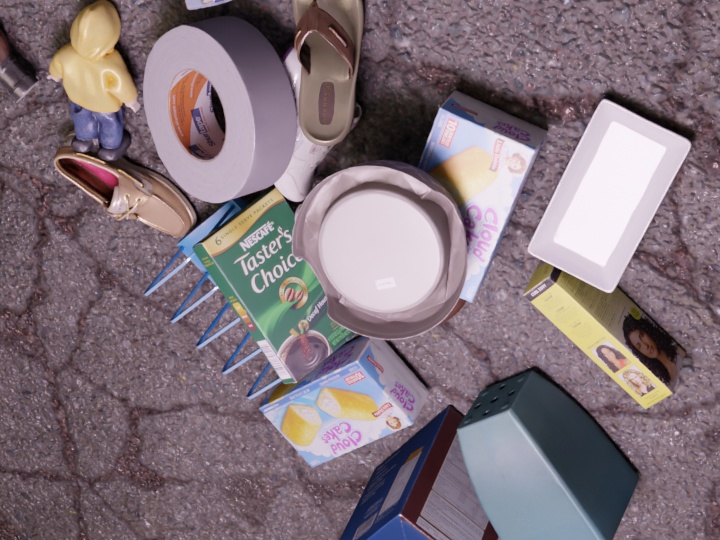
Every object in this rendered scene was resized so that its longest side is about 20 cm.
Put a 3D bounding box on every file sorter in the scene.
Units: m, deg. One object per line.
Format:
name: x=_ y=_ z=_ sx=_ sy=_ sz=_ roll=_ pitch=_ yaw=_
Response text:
file sorter: x=-0.148 y=0.040 z=1.689 sx=0.200 sy=0.123 sz=0.138 roll=45 pitch=136 yaw=-12

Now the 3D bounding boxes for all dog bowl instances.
dog bowl: x=0.026 y=-0.028 z=1.484 sx=0.197 sy=0.059 sz=0.203 roll=7 pitch=116 yaw=15

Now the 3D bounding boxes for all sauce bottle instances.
sauce bottle: x=-0.481 y=-0.292 z=1.673 sx=0.064 sy=0.065 sz=0.200 roll=-31 pitch=107 yaw=40

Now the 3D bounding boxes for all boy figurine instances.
boy figurine: x=-0.323 y=-0.233 z=1.638 sx=0.123 sy=0.065 sz=0.202 roll=16 pitch=130 yaw=16

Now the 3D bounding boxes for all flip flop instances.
flip flop: x=-0.040 y=-0.235 z=1.455 sx=0.080 sy=0.058 sz=0.204 roll=4 pitch=97 yaw=12

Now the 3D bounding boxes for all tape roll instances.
tape roll: x=-0.161 y=-0.182 z=1.540 sx=0.199 sy=0.066 sz=0.203 roll=21 pitch=120 yaw=40

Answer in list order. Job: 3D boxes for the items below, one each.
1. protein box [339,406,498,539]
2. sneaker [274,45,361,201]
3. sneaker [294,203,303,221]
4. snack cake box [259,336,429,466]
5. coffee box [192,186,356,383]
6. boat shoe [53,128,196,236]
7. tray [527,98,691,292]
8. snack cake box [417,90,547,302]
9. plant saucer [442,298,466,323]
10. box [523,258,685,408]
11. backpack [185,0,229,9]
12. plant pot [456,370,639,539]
protein box: x=0.083 y=0.325 z=1.773 sx=0.134 sy=0.201 sz=0.199 roll=38 pitch=133 yaw=-6
sneaker: x=-0.052 y=-0.155 z=1.552 sx=0.098 sy=0.075 sz=0.202 roll=19 pitch=132 yaw=14
sneaker: x=0.000 y=0.000 z=1.581 sx=0.198 sy=0.073 sz=0.085 roll=31 pitch=120 yaw=0
snack cake box: x=-0.023 y=0.171 z=1.788 sx=0.199 sy=0.067 sz=0.115 roll=-29 pitch=108 yaw=40
coffee box: x=-0.094 y=0.018 z=1.606 sx=0.201 sy=0.122 sz=0.044 roll=57 pitch=157 yaw=-8
boat shoe: x=-0.303 y=-0.098 z=1.728 sx=0.199 sy=0.069 sz=0.074 roll=33 pitch=132 yaw=-3
tray: x=0.266 y=-0.080 z=1.464 sx=0.106 sy=0.022 sz=0.202 roll=27 pitch=122 yaw=6
snack cake box: x=0.114 y=-0.081 z=1.504 sx=0.114 sy=0.067 sz=0.202 roll=25 pitch=120 yaw=8
plant saucer: x=0.039 y=-0.008 z=1.628 sx=0.197 sy=0.035 sz=0.203 roll=8 pitch=119 yaw=15
box: x=0.280 y=0.061 z=1.554 sx=0.199 sy=0.076 sz=0.050 roll=41 pitch=135 yaw=-9
backpack: x=-0.119 y=-0.358 z=1.360 sx=0.188 sy=0.201 sz=0.155 roll=-14 pitch=124 yaw=27
plant pot: x=0.220 y=0.237 z=1.684 sx=0.140 sy=0.141 sz=0.201 roll=-26 pitch=104 yaw=39
